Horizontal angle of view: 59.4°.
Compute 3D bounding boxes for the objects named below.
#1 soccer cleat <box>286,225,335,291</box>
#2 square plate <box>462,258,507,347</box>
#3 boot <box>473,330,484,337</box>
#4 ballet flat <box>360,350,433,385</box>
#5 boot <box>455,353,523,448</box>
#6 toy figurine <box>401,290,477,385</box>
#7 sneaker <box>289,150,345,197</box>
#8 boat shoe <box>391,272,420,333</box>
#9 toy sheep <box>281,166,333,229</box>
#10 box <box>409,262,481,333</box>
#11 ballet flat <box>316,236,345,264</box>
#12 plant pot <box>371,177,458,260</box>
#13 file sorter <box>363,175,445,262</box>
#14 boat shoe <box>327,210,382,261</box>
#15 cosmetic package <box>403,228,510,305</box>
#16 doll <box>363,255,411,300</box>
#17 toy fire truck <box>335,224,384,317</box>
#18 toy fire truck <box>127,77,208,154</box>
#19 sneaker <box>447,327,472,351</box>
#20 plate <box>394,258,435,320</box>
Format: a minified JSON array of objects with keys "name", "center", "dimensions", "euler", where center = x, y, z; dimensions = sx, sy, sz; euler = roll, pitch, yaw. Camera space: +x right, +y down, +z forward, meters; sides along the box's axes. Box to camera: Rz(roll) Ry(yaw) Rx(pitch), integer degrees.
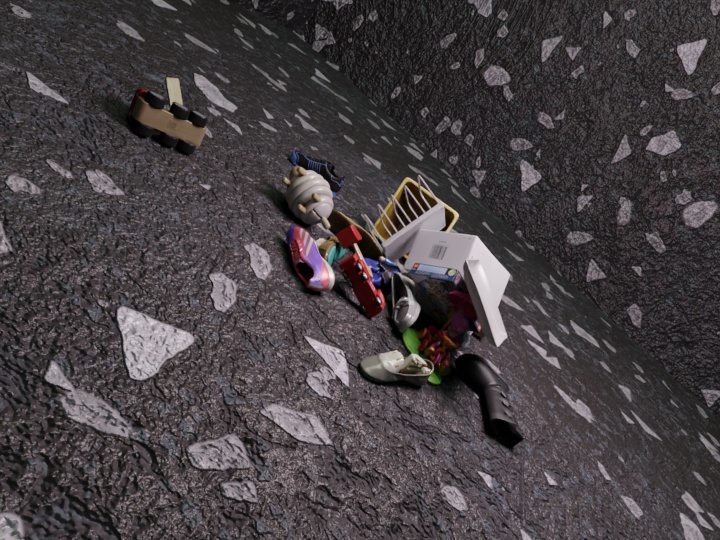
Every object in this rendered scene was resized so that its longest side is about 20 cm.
[{"name":"soccer cleat","center":[-0.130,-0.032,1.438],"dimensions":[0.072,0.069,0.202],"euler":[3,41,-43]},{"name":"square plate","center":[0.286,0.072,1.462],"dimensions":[0.204,0.028,0.199],"euler":[71,18,6]},{"name":"boot","center":[0.310,0.097,1.872],"dimensions":[0.198,0.077,0.156],"euler":[37,21,-5]},{"name":"ballet flat","center":[0.080,0.197,1.321],"dimensions":[0.197,0.064,0.068],"euler":[17,29,-43]},{"name":"boot","center":[0.298,0.300,1.481],"dimensions":[0.162,0.066,0.202],"euler":[32,27,-12]},{"name":"toy figurine","center":[0.204,0.139,1.471],"dimensions":[0.148,0.186,0.201],"euler":[33,22,-8]},{"name":"sneaker","center":[-0.133,-0.325,1.990],"dimensions":[0.199,0.079,0.070],"euler":[41,22,6]},{"name":"boat shoe","center":[0.103,0.077,1.561],"dimensions":[0.064,0.074,0.204],"euler":[37,29,-17]},{"name":"toy sheep","center":[-0.134,-0.190,1.660],"dimensions":[0.136,0.137,0.204],"euler":[6,52,-53]},{"name":"box","center":[0.218,0.070,1.586],"dimensions":[0.134,0.038,0.202],"euler":[10,-36,42]},{"name":"ballet flat","center":[-0.087,-0.049,1.552],"dimensions":[0.070,0.070,0.200],"euler":[18,20,7]},{"name":"plant pot","center":[0.162,-0.124,1.911],"dimensions":[0.193,0.197,0.200],"euler":[35,-4,7]},{"name":"file sorter","center":[0.120,-0.140,1.739],"dimensions":[0.126,0.197,0.139],"euler":[54,-4,22]},{"name":"boat shoe","center":[-0.007,-0.098,1.751],"dimensions":[0.200,0.074,0.064],"euler":[45,25,12]},{"name":"cosmetic package","center":[0.255,0.003,1.667],"dimensions":[0.196,0.126,0.199],"euler":[11,-19,46]},{"name":"doll","center":[0.063,0.016,1.655],"dimensions":[0.196,0.048,0.140],"euler":[13,50,-40]},{"name":"toy fire truck","center":[0.000,0.000,1.517],"dimensions":[0.204,0.048,0.141],"euler":[60,17,-9]},{"name":"toy fire truck","center":[-0.480,-0.401,1.547],"dimensions":[0.173,0.131,0.200],"euler":[16,18,-42]},{"name":"sneaker","center":[0.276,0.156,1.707],"dimensions":[0.070,0.074,0.202],"euler":[31,24,-15]},{"name":"plate","center":[0.152,0.036,1.802],"dimensions":[0.197,0.033,0.201],"euler":[37,22,-7]}]
